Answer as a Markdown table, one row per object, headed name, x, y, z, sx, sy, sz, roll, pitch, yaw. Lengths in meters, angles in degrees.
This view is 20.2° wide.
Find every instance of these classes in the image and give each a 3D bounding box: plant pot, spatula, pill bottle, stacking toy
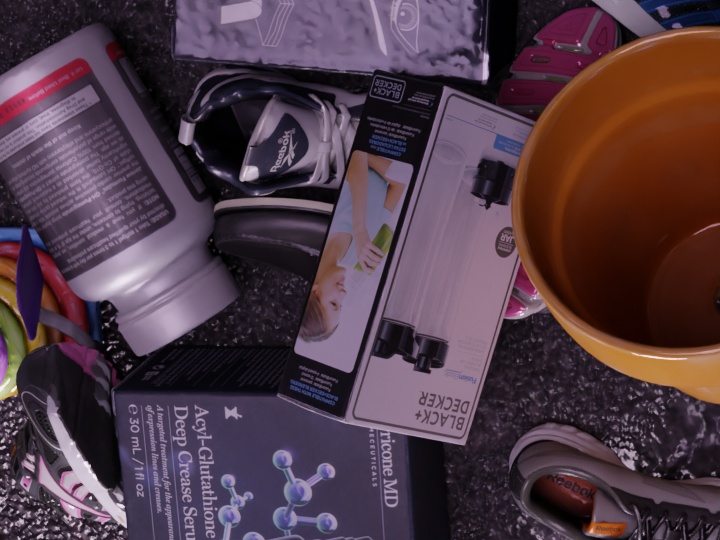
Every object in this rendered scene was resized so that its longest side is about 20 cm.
| name | x | y | z | sx | sy | sz | roll | pitch | yaw |
| --- | --- | --- | --- | --- | --- | --- | --- | --- | --- |
| plant pot | 0.206 | -0.010 | 1.173 | 0.199 | 0.183 | 0.201 | -8 | 64 | 16 |
| spatula | -0.188 | 0.046 | 1.333 | 0.020 | 0.057 | 0.200 | -10 | 144 | 17 |
| pill bottle | -0.162 | -0.050 | 1.316 | 0.111 | 0.111 | 0.200 | -28 | 96 | 20 |
| stacking toy | -0.253 | 0.050 | 1.319 | 0.109 | 0.200 | 0.116 | 0 | 106 | 14 |

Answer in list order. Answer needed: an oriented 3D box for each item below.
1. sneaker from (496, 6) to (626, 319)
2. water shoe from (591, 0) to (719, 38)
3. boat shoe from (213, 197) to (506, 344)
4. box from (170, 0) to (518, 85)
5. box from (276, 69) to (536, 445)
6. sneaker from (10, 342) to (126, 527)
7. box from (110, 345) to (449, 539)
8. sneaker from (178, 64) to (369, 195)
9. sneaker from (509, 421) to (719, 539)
| name | x | y | z | sx | sy | sz | roll | pitch | yaw |
| --- | --- | --- | --- | --- | --- | --- | --- | --- | --- |
| sneaker | 0.129 | -0.062 | 1.261 | 0.074 | 0.087 | 0.201 | 10 | 85 | 35 |
| water shoe | 0.194 | -0.172 | 1.210 | 0.200 | 0.072 | 0.079 | 36 | 109 | 2 |
| boat shoe | 0.000 | -0.001 | 1.288 | 0.201 | 0.074 | 0.063 | 14 | 76 | -2 |
| box | -0.004 | -0.224 | 1.222 | 0.199 | 0.117 | 0.197 | 6 | 106 | 12 |
| box | 0.036 | -0.005 | 1.189 | 0.060 | 0.116 | 0.201 | 19 | 91 | 42 |
| sneaker | -0.198 | 0.121 | 1.340 | 0.086 | 0.081 | 0.200 | -2 | 143 | 12 |
| box | -0.050 | 0.135 | 1.340 | 0.199 | 0.107 | 0.149 | -1 | 104 | 14 |
| sneaker | -0.023 | -0.078 | 1.261 | 0.199 | 0.130 | 0.080 | 19 | 111 | 9 |
| sneaker | 0.186 | 0.164 | 1.302 | 0.200 | 0.079 | 0.074 | 18 | 107 | 8 |
